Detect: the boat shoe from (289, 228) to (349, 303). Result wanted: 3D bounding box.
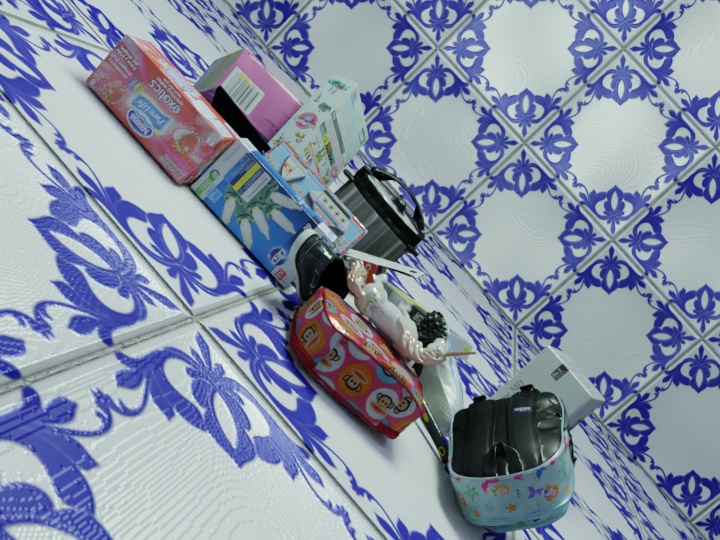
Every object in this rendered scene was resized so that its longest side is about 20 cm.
[{"bbox_3d":[-0.046,0.015,1.188,0.066,0.075,0.200,34,-22,22],"label":"boat shoe"}]

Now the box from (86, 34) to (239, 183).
[{"bbox_3d":[-0.279,-0.228,1.202,0.200,0.095,0.100,47,10,-1],"label":"box"}]

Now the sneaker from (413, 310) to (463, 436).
[{"bbox_3d":[0.126,0.164,1.338,0.072,0.071,0.203,30,49,-55],"label":"sneaker"}]

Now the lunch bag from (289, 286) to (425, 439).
[{"bbox_3d":[-0.004,0.113,1.117,0.200,0.082,0.176,44,11,-15],"label":"lunch bag"}]

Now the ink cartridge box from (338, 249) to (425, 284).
[{"bbox_3d":[0.000,0.000,1.365,0.198,0.051,0.109,18,7,11],"label":"ink cartridge box"}]

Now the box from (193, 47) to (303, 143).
[{"bbox_3d":[-0.207,-0.299,1.542,0.176,0.097,0.199,43,-12,-24],"label":"box"}]

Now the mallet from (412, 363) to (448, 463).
[{"bbox_3d":[0.084,0.205,1.278,0.041,0.066,0.202,25,39,-49],"label":"mallet"}]

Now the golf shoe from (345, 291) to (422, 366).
[{"bbox_3d":[0.019,0.082,1.303,0.201,0.088,0.077,52,14,27],"label":"golf shoe"}]

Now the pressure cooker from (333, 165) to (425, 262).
[{"bbox_3d":[0.016,-0.083,1.548,0.179,0.200,0.176,55,11,32],"label":"pressure cooker"}]

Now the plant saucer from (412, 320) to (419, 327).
[{"bbox_3d":[0.060,0.090,1.467,0.199,0.031,0.200,39,-4,3],"label":"plant saucer"}]

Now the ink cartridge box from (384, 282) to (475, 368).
[{"bbox_3d":[0.127,0.100,1.655,0.197,0.047,0.199,37,4,41],"label":"ink cartridge box"}]

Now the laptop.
[{"bbox_3d":[-0.182,-0.198,1.454,0.178,0.103,0.200,52,12,18],"label":"laptop"}]

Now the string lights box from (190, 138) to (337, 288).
[{"bbox_3d":[-0.139,-0.085,1.227,0.200,0.103,0.059,47,9,-3],"label":"string lights box"}]

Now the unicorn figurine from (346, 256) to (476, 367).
[{"bbox_3d":[0.051,0.069,1.172,0.199,0.074,0.138,31,14,-10],"label":"unicorn figurine"}]

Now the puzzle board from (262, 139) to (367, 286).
[{"bbox_3d":[-0.104,-0.088,1.298,0.200,0.151,0.017,48,-23,-1],"label":"puzzle board"}]

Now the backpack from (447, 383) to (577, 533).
[{"bbox_3d":[0.208,0.267,1.149,0.200,0.175,0.152,-54,130,-72],"label":"backpack"}]

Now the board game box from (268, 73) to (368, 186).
[{"bbox_3d":[-0.074,-0.223,1.486,0.064,0.201,0.148,26,-25,25],"label":"board game box"}]

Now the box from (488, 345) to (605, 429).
[{"bbox_3d":[0.359,0.267,1.665,0.131,0.199,0.200,51,12,23],"label":"box"}]
